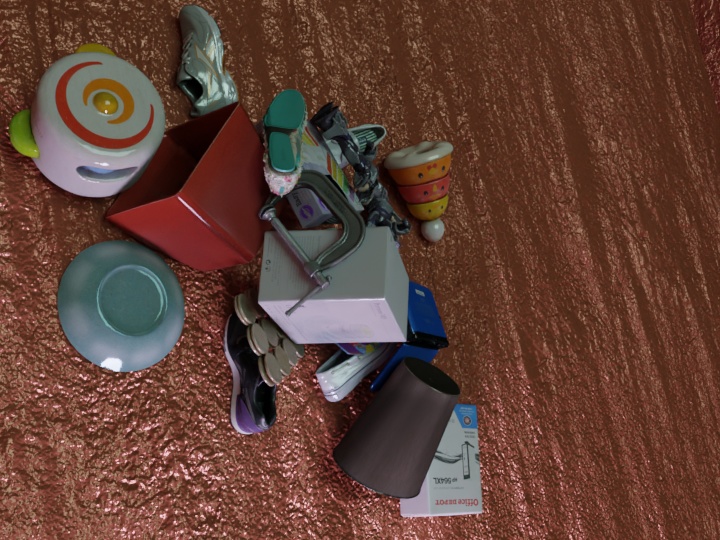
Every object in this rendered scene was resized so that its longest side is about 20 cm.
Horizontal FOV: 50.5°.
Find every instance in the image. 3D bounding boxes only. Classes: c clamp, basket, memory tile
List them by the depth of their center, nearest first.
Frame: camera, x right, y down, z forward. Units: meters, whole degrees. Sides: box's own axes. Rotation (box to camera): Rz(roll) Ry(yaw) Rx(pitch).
[{"bbox_3d":[-0.085,-0.057,1.134,0.170,0.027,0.201,-33,63,-3],"label":"c clamp"},{"bbox_3d":[-0.146,0.095,1.240,0.155,0.017,0.200,66,12,-4],"label":"memory tile"},{"bbox_3d":[0.073,0.261,1.298,0.179,0.136,0.201,21,105,-26],"label":"basket"}]

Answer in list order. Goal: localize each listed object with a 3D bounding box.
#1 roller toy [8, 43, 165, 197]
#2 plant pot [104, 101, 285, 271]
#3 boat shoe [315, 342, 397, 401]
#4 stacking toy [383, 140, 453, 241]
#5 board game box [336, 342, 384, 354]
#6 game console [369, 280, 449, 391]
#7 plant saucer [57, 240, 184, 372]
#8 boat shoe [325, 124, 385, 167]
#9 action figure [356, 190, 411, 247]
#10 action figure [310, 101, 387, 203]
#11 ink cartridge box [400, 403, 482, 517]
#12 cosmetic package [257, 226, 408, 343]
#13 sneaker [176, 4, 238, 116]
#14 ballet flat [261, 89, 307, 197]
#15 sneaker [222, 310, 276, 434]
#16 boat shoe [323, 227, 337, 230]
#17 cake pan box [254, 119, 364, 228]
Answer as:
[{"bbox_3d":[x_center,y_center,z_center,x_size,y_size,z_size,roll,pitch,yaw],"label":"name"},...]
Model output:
[{"bbox_3d":[-0.382,-0.215,1.112,0.182,0.139,0.201,39,55,-12],"label":"roller toy"},{"bbox_3d":[-0.237,-0.110,1.193,0.177,0.198,0.201,49,50,-31],"label":"plant pot"},{"bbox_3d":[-0.002,0.148,1.372,0.200,0.073,0.067,-45,118,-38],"label":"boat shoe"},{"bbox_3d":[0.139,-0.157,1.575,0.146,0.145,0.202,-32,113,-41],"label":"stacking toy"},{"bbox_3d":[-0.023,0.053,1.364,0.199,0.039,0.158,40,45,1],"label":"board game box"},{"bbox_3d":[0.075,0.120,1.390,0.200,0.117,0.173,22,49,-66],"label":"game console"},{"bbox_3d":[-0.346,0.048,1.142,0.199,0.039,0.204,13,69,-37],"label":"plant saucer"},{"bbox_3d":[-0.031,-0.242,1.467,0.200,0.066,0.074,-37,101,-39],"label":"boat shoe"},{"bbox_3d":[0.039,-0.096,1.456,0.129,0.070,0.201,30,32,-13],"label":"action figure"},{"bbox_3d":[-0.009,-0.205,1.375,0.201,0.069,0.131,52,17,-24],"label":"action figure"},{"bbox_3d":[0.149,0.355,1.431,0.145,0.084,0.203,11,69,-37],"label":"ink cartridge box"},{"bbox_3d":[-0.034,0.030,1.211,0.200,0.197,0.124,61,28,-63],"label":"cosmetic package"},{"bbox_3d":[-0.280,-0.357,1.305,0.091,0.075,0.202,-20,88,-37],"label":"sneaker"},{"bbox_3d":[-0.122,-0.196,1.181,0.075,0.064,0.202,9,51,-6],"label":"ballet flat"},{"bbox_3d":[-0.164,0.157,1.228,0.075,0.087,0.203,1,76,-39],"label":"sneaker"},{"bbox_3d":[0.000,0.000,1.356,0.199,0.072,0.063,36,65,-31],"label":"boat shoe"},{"bbox_3d":[-0.087,-0.166,1.309,0.201,0.052,0.184,61,24,6],"label":"cake pan box"}]
